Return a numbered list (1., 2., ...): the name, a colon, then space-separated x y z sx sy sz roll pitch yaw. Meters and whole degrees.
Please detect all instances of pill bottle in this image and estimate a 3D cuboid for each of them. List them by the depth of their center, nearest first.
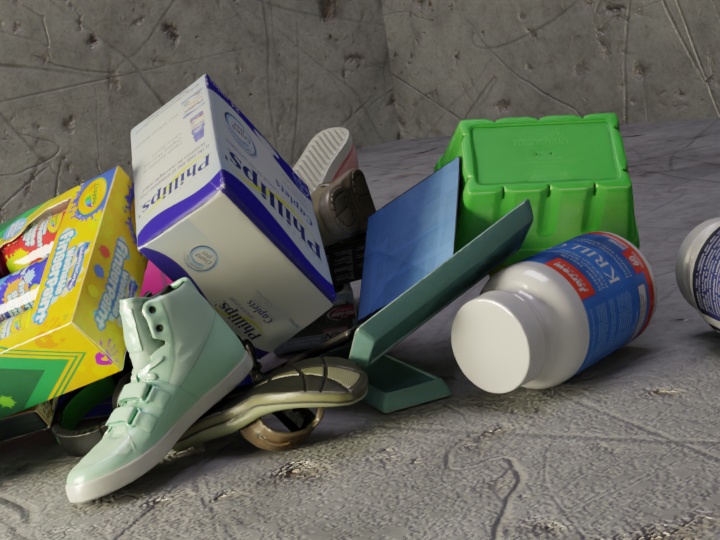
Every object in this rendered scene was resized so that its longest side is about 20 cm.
1. pill bottle: 0.356 0.012 1.008 0.114 0.117 0.200 -10 11 -7
2. pill bottle: 0.172 0.039 1.035 0.111 0.114 0.199 0 15 41

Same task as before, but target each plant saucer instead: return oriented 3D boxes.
1. plant saucer: 0.073 0.013 1.001 0.199 0.019 0.070 -35 -18 -21
2. plant saucer: 0.013 0.099 1.115 0.069 0.019 0.200 -14 12 -21

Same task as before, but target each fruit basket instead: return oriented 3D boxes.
1. fruit basket: 0.177 -0.049 1.180 0.212 0.157 0.217 -2 -34 -1

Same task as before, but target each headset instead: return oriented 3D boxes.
1. headset: -0.185 0.120 1.077 0.198 0.095 0.124 -25 22 1

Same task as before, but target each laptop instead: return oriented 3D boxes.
1. laptop: 0.000 0.000 1.126 0.198 0.117 0.187 -23 -5 -33

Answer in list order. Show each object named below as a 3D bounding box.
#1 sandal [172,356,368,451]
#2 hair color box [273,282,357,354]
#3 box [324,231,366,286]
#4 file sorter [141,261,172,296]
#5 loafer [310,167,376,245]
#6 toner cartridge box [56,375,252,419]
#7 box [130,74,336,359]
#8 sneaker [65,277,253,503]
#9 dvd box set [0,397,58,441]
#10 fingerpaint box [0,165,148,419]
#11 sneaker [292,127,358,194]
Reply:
1. sandal: -0.075 0.123 0.982 0.199 0.058 0.080 -21 10 28
2. hair color box: -0.059 0.040 1.366 0.098 0.062 0.200 -8 11 -3
3. box: -0.045 -0.018 1.382 0.198 0.045 0.159 -15 15 -42
4. file sorter: -0.266 0.024 1.296 0.197 0.141 0.126 -11 -21 -10
5. loafer: -0.030 -0.067 1.305 0.067 0.077 0.200 -19 2 15
6. toner cartridge box: -0.208 0.109 1.181 0.197 0.044 0.095 -8 10 5
7. box: -0.124 -0.054 1.125 0.104 0.184 0.201 -33 39 14
8. sneaker: -0.188 0.091 0.952 0.073 0.119 0.200 -14 24 49
9. dvd box set: -0.347 0.084 1.137 0.145 0.030 0.202 -17 41 17
10. fingerpaint box: -0.283 0.020 1.064 0.165 0.074 0.202 -21 40 24
11. sneaker: -0.058 -0.075 1.410 0.075 0.105 0.201 11 47 30
